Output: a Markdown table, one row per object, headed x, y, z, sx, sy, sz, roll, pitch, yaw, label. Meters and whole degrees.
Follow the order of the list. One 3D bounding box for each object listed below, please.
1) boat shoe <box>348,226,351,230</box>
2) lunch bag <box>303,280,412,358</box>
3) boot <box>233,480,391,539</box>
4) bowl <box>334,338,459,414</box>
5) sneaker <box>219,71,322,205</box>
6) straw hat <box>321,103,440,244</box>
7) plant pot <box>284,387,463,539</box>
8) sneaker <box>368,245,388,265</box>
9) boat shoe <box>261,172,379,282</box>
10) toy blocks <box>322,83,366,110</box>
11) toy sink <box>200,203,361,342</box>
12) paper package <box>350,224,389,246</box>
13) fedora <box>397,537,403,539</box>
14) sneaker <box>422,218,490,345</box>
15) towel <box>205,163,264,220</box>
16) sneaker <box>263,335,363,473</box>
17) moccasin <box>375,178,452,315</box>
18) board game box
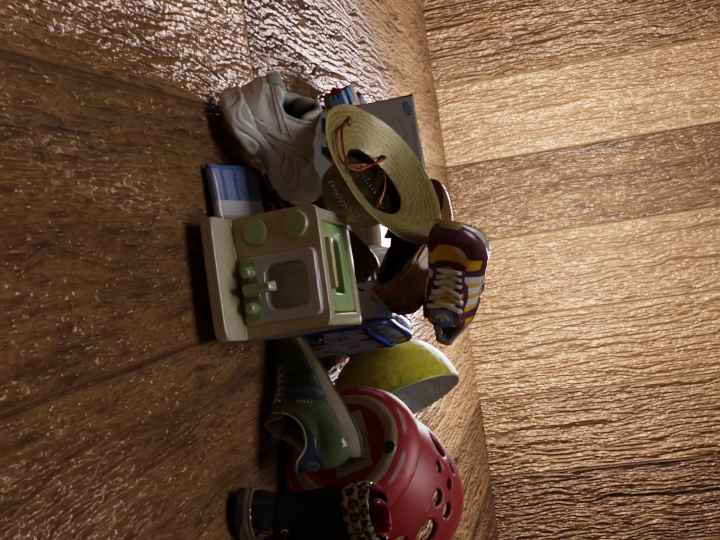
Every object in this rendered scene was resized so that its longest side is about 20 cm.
| x | y | z | sx | sy | sz | roll | pitch | yaw | label |
| --- | --- | --- | --- | --- | --- | --- | --- | --- | --- |
| -0.060 | -0.073 | 1.468 | 0.065 | 0.072 | 0.203 | -24 | 111 | -47 | boat shoe |
| -0.011 | 0.067 | 1.368 | 0.200 | 0.158 | 0.077 | 37 | 45 | -74 | lunch bag |
| -0.040 | 0.282 | 1.118 | 0.201 | 0.148 | 0.074 | 65 | 21 | -53 | boot |
| 0.035 | 0.152 | 1.512 | 0.109 | 0.198 | 0.200 | 66 | 7 | 20 | bowl |
| -0.080 | -0.154 | 1.221 | 0.200 | 0.099 | 0.078 | 51 | 14 | -51 | sneaker |
| 0.001 | -0.098 | 1.243 | 0.200 | 0.085 | 0.203 | 36 | 36 | -31 | straw hat |
| 0.009 | 0.259 | 1.279 | 0.183 | 0.198 | 0.202 | 54 | 29 | -47 | plant pot |
| 0.000 | 0.000 | 1.427 | 0.099 | 0.198 | 0.079 | 23 | -69 | 53 | sneaker |
| -0.063 | -0.048 | 1.336 | 0.200 | 0.065 | 0.073 | 49 | 41 | -5 | boat shoe |
| -0.019 | -0.247 | 1.728 | 0.200 | 0.099 | 0.138 | -60 | 129 | -70 | toy blocks |
| -0.077 | 0.004 | 1.119 | 0.200 | 0.111 | 0.132 | 11 | 69 | -74 | toy sink |
| 0.007 | 0.016 | 1.617 | 0.191 | 0.102 | 0.203 | 47 | 36 | -69 | paper package |
| 0.035 | 0.375 | 1.552 | 0.201 | 0.081 | 0.204 | -5 | 90 | -80 | fedora |
| 0.111 | 0.018 | 1.225 | 0.201 | 0.074 | 0.091 | 70 | 37 | -59 | sneaker |
| -0.134 | -0.021 | 1.183 | 0.147 | 0.023 | 0.203 | -17 | 97 | -75 | towel |
| -0.078 | 0.154 | 1.212 | 0.201 | 0.089 | 0.068 | 55 | -22 | 36 | sneaker |
| 0.063 | -0.041 | 1.305 | 0.078 | 0.073 | 0.203 | 50 | 51 | -34 | moccasin |
| -0.013 | -0.146 | 1.396 | 0.040 | 0.197 | 0.155 | -73 | 154 | -81 | board game box |
